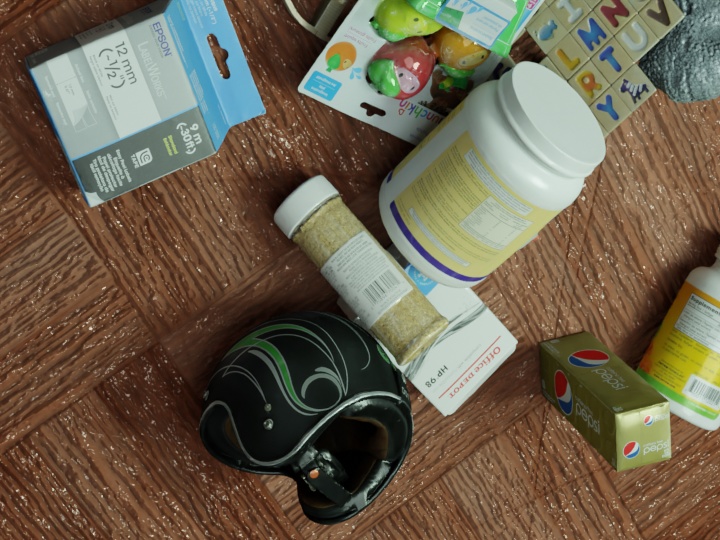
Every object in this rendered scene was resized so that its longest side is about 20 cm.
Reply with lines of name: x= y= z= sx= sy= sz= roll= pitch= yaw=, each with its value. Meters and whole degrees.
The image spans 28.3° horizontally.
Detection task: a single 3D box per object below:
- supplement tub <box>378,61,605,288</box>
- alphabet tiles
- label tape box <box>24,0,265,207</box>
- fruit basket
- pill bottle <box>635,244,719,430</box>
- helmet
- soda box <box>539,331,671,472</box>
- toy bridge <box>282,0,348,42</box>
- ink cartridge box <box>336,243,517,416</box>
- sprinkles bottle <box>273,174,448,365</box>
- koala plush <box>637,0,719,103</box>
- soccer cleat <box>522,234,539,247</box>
supplement tub: x=0.128 y=-0.093 z=1.403 sx=0.144 sy=0.147 sz=0.200 roll=30 pitch=128 yaw=-24
alphabet tiles: x=0.215 y=-0.220 z=1.401 sx=0.200 sy=0.008 sz=0.168 roll=-43 pitch=79 yaw=34
label tape box: x=-0.197 y=-0.169 z=1.354 sx=0.198 sy=0.066 sz=0.145 roll=-24 pitch=113 yaw=-8
fruit basket: x=0.064 y=-0.216 z=1.379 sx=0.184 sy=0.094 sz=0.201 roll=21 pitch=112 yaw=-37
pill bottle: x=0.397 y=0.066 z=1.601 sx=0.110 sy=0.111 sz=0.202 roll=24 pitch=98 yaw=-23
helmet: x=-0.059 y=0.137 z=1.430 sx=0.198 sy=0.190 sz=0.202 roll=-20 pitch=129 yaw=-27
soda box: x=0.258 y=0.136 z=1.528 sx=0.063 sy=0.200 sz=0.069 roll=-12 pitch=111 yaw=-13
toy bridge: x=-0.027 y=-0.260 z=1.401 sx=0.199 sy=0.027 sz=0.068 roll=30 pitch=98 yaw=-24
ink cartridge box: x=0.084 y=0.067 z=1.522 sx=0.116 sy=0.067 sz=0.200 roll=-45 pitch=115 yaw=-1
sprinkles bottle: x=0.000 y=0.000 z=1.421 sx=0.068 sy=0.068 sz=0.200 roll=-41 pitch=82 yaw=-1
koala plush: x=0.325 y=-0.287 z=1.390 sx=0.184 sy=0.175 sz=0.202 roll=-54 pitch=133 yaw=-46
soccer cleat: x=0.181 y=-0.120 z=1.490 sx=0.077 sy=0.069 sz=0.202 roll=25 pitch=91 yaw=-42
